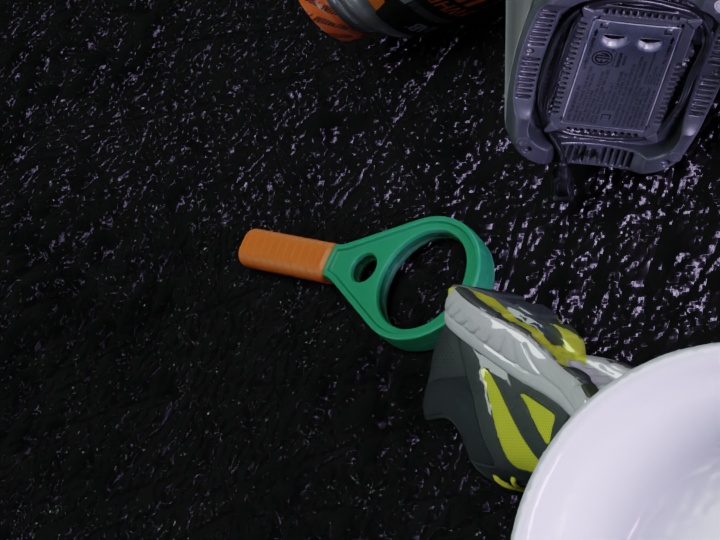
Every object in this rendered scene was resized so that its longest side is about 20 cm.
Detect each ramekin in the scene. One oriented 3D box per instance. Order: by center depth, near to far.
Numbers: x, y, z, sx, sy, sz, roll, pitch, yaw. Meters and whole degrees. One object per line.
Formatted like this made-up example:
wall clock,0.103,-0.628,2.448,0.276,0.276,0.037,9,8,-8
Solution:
ramekin,0.173,0.139,0.982,0.200,0.098,0.201,-8,70,25

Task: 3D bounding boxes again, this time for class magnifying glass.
magnifying glass,0.000,0.000,1.332,0.200,0.022,0.080,12,72,44

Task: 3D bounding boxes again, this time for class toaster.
toaster,0.136,-0.145,1.208,0.113,0.200,0.130,5,51,-5

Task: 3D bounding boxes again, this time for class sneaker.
sneaker,0.106,0.084,1.150,0.200,0.074,0.085,42,119,44

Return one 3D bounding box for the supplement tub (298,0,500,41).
supplement tub,0.057,-0.216,1.349,0.199,0.122,0.123,-20,51,33
